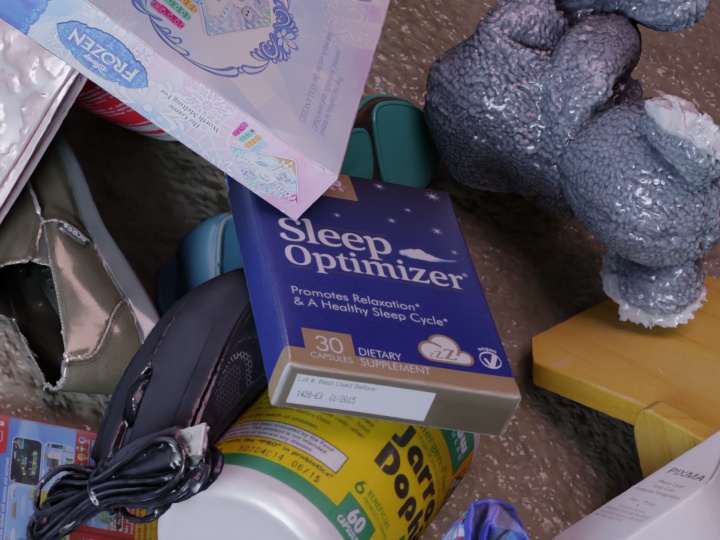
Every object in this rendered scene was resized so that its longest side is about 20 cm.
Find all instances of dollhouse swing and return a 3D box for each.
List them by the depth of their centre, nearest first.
[{"bbox_3d":[0.221,0.111,1.187,0.199,0.175,0.183,-24,108,-39],"label":"dollhouse swing"}]

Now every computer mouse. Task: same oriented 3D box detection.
[{"bbox_3d":[-0.085,0.051,0.984,0.053,0.138,0.200,55,43,-13],"label":"computer mouse"}]

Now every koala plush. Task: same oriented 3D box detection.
[{"bbox_3d":[0.155,-0.073,1.198,0.183,0.178,0.200,-13,46,-27],"label":"koala plush"}]

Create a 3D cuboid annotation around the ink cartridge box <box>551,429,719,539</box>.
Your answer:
[{"bbox_3d":[0.203,0.169,1.033,0.199,0.047,0.161,-27,109,-27],"label":"ink cartridge box"}]

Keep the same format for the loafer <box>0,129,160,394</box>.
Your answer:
[{"bbox_3d":[-0.179,-0.015,1.062,0.069,0.075,0.200,-17,62,-41],"label":"loafer"}]

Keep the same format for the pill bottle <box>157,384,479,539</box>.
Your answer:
[{"bbox_3d":[-0.007,0.094,1.007,0.113,0.113,0.200,36,45,6],"label":"pill bottle"}]

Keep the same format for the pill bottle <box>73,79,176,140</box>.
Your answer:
[{"bbox_3d":[-0.154,-0.149,1.106,0.200,0.112,0.113,19,37,-56],"label":"pill bottle"}]

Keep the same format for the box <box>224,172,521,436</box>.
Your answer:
[{"bbox_3d":[0.000,0.000,1.001,0.120,0.033,0.200,9,34,-20],"label":"box"}]

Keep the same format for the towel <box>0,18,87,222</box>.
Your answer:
[{"bbox_3d":[-0.257,-0.096,1.017,0.200,0.191,0.032,37,18,8],"label":"towel"}]

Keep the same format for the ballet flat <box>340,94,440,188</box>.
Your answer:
[{"bbox_3d":[-0.015,-0.068,1.185,0.070,0.068,0.200,-3,8,22],"label":"ballet flat"}]

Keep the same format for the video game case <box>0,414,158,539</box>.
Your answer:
[{"bbox_3d":[-0.109,0.149,0.998,0.199,0.017,0.144,13,48,-18],"label":"video game case"}]

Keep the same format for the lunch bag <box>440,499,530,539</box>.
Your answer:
[{"bbox_3d":[0.038,0.215,0.924,0.094,0.151,0.201,16,47,-14],"label":"lunch bag"}]

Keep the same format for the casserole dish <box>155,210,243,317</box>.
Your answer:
[{"bbox_3d":[-0.018,0.021,1.139,0.199,0.039,0.122,12,49,-19],"label":"casserole dish"}]

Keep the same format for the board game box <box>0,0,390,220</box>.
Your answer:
[{"bbox_3d":[-0.083,-0.151,1.022,0.198,0.043,0.201,34,39,-15],"label":"board game box"}]
